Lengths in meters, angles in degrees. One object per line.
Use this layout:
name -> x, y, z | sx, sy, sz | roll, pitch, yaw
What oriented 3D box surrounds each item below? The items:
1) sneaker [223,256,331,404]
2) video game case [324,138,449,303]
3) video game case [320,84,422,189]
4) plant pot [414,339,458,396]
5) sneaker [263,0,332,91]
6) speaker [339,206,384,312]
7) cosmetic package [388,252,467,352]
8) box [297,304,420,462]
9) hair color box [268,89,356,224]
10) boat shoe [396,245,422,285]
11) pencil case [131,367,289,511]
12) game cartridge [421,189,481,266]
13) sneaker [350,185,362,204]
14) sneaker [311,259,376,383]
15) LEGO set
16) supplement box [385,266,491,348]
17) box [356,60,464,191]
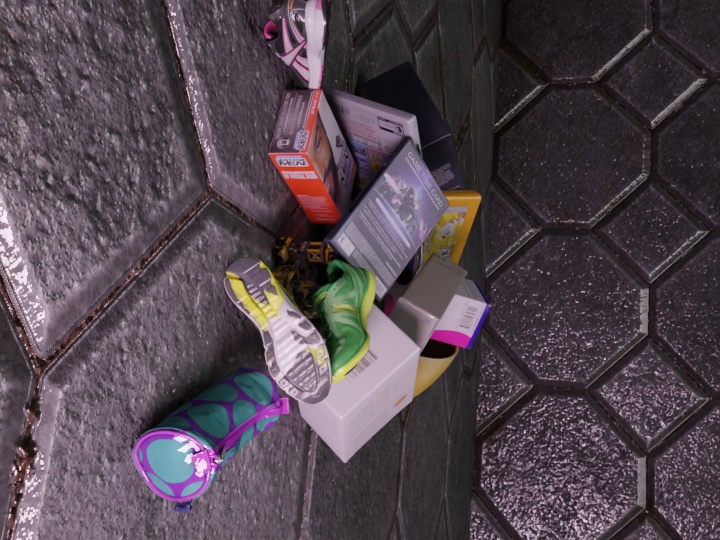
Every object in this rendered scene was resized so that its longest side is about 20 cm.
sneaker -> -0.091, 0.071, 0.929 | 0.201, 0.074, 0.085 | 60, 3, 11
video game case -> 0.045, -0.073, 1.103 | 0.200, 0.019, 0.143 | -54, 130, -20
video game case -> 0.021, -0.193, 1.202 | 0.022, 0.200, 0.183 | -42, 139, -27
plant pot -> 0.068, 0.168, 1.433 | 0.142, 0.199, 0.200 | -68, 171, 22
sneaker -> -0.088, -0.314, 1.022 | 0.200, 0.086, 0.081 | 108, -7, -70
speaker -> 0.000, 0.000, 1.219 | 0.088, 0.088, 0.201 | 10, 80, -73
cosmetic package -> 0.103, 0.059, 1.231 | 0.104, 0.073, 0.200 | -63, 172, 28
box -> -0.006, 0.167, 1.102 | 0.152, 0.106, 0.200 | -39, 157, -21
hair color box -> -0.065, -0.164, 1.124 | 0.200, 0.064, 0.111 | 58, 39, -60
boat shoe -> 0.069, -0.063, 1.190 | 0.057, 0.068, 0.201 | -73, 159, -47
pencil case -> -0.156, 0.173, 0.813 | 0.200, 0.092, 0.086 | -35, 125, -70
game cartridge -> 0.126, -0.072, 1.452 | 0.199, 0.032, 0.177 | -6, 127, -33
sneaker -> 0.047, -0.086, 1.296 | 0.201, 0.106, 0.075 | 66, 13, 13
sneaker -> -0.031, 0.065, 0.983 | 0.074, 0.083, 0.200 | -47, -157, 35
LEGO set -> -0.052, 0.047, 1.093 | 0.154, 0.115, 0.201 | -60, 148, -57
supplement box -> 0.125, 0.059, 1.412 | 0.103, 0.199, 0.102 | -109, -142, -62
box -> 0.099, -0.248, 1.433 | 0.200, 0.117, 0.197 | 58, 7, -61
